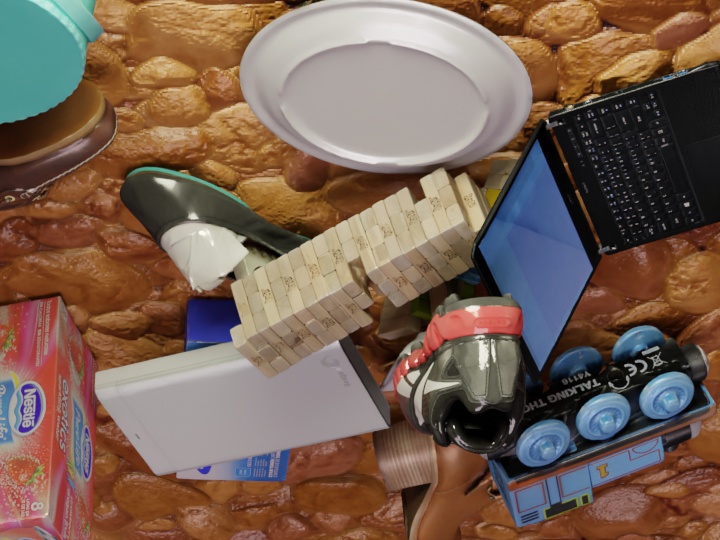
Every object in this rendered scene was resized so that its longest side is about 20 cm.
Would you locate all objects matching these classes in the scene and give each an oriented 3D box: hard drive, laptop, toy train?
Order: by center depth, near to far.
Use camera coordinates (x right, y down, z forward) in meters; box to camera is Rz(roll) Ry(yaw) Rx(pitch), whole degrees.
[{"bbox_3d":[0.187,-0.032,1.645,0.199,0.104,0.177,-17,143,10],"label":"laptop"},{"bbox_3d":[-0.091,0.101,1.812,0.199,0.026,0.132,-12,142,14],"label":"hard drive"},{"bbox_3d":[0.187,0.122,1.847,0.199,0.087,0.115,-20,133,-6],"label":"toy train"}]

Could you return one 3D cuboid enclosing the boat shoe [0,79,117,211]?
[{"bbox_3d":[-0.246,-0.076,1.605,0.199,0.071,0.070,-13,136,27],"label":"boat shoe"}]

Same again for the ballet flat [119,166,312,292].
[{"bbox_3d":[-0.088,-0.012,1.698,0.199,0.069,0.068,23,138,-29],"label":"ballet flat"}]

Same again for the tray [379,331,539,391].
[{"bbox_3d":[0.073,0.067,1.790,0.107,0.022,0.200,-4,170,-5],"label":"tray"}]

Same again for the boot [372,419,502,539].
[{"bbox_3d":[0.106,0.182,1.966,0.154,0.074,0.200,-13,144,7],"label":"boot"}]

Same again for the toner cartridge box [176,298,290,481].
[{"bbox_3d":[-0.098,0.099,1.866,0.094,0.043,0.200,3,143,-5],"label":"toner cartridge box"}]

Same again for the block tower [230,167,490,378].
[{"bbox_3d":[0.000,0.000,1.645,0.199,0.058,0.054,-30,140,12],"label":"block tower"}]

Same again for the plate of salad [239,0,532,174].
[{"bbox_3d":[0.018,-0.130,1.567,0.199,0.048,0.200,5,149,3],"label":"plate of salad"}]

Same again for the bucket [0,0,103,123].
[{"bbox_3d":[-0.244,-0.186,1.374,0.206,0.136,0.207,1,155,0],"label":"bucket"}]

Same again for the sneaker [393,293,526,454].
[{"bbox_3d":[0.069,0.091,1.638,0.070,0.098,0.201,-2,159,-14],"label":"sneaker"}]

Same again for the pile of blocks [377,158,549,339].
[{"bbox_3d":[0.090,-0.005,1.706,0.062,0.082,0.200,18,138,-25],"label":"pile of blocks"}]

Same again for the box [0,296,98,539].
[{"bbox_3d":[-0.261,0.134,1.770,0.094,0.201,0.103,-9,142,9],"label":"box"}]
